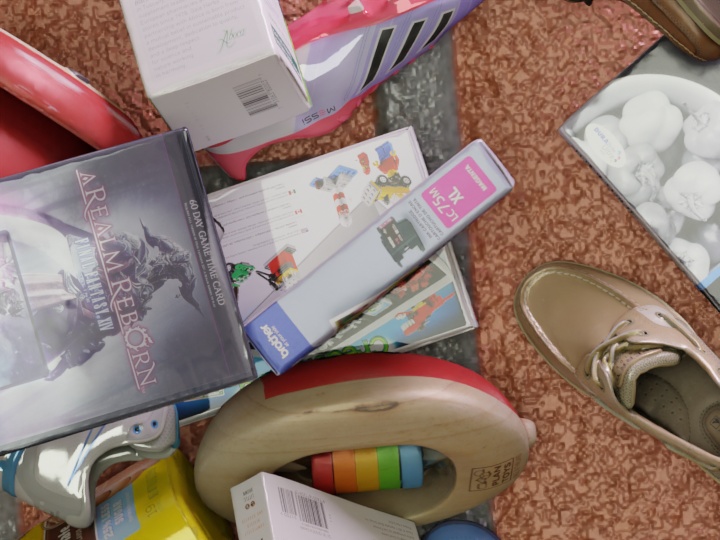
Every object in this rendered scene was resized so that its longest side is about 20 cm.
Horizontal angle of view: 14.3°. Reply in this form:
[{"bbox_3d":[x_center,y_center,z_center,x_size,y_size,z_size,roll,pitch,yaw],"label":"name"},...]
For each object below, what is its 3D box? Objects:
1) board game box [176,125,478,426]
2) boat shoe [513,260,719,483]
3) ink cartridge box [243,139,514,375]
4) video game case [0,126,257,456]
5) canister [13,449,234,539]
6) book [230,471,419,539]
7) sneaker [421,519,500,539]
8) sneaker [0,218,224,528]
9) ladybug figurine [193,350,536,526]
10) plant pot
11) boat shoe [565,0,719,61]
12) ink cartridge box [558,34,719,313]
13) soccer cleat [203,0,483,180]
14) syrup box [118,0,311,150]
[{"bbox_3d":[-0.043,0.005,1.696,0.199,0.035,0.127,-18,89,4],"label":"board game box"},{"bbox_3d":[0.163,0.055,1.641,0.200,0.065,0.072,40,94,26],"label":"boat shoe"},{"bbox_3d":[0.000,0.000,1.615,0.200,0.119,0.042,-36,90,5],"label":"ink cartridge box"},{"bbox_3d":[-0.169,0.018,1.535,0.199,0.019,0.143,-16,93,-9],"label":"video game case"},{"bbox_3d":[-0.172,0.194,1.655,0.200,0.149,0.087,-32,104,2],"label":"canister"},{"bbox_3d":[-0.003,0.219,1.581,0.048,0.133,0.200,-30,55,30],"label":"book"},{"bbox_3d":[0.050,0.247,1.672,0.074,0.082,0.201,8,91,6],"label":"sneaker"},{"bbox_3d":[-0.127,0.061,1.634,0.087,0.075,0.200,33,81,13],"label":"sneaker"},{"bbox_3d":[0.002,0.096,1.659,0.199,0.136,0.072,-3,53,-6],"label":"ladybug figurine"},{"bbox_3d":[-0.236,-0.046,1.633,0.200,0.200,0.183,30,85,3],"label":"plant pot"},{"bbox_3d":[0.140,-0.184,1.654,0.068,0.072,0.200,-47,66,20],"label":"boat shoe"},{"bbox_3d":[0.254,-0.074,1.669,0.200,0.043,0.198,-42,87,3],"label":"ink cartridge box"},{"bbox_3d":[-0.009,-0.124,1.684,0.200,0.067,0.077,-26,119,0],"label":"soccer cleat"},{"bbox_3d":[-0.099,-0.178,1.635,0.081,0.079,0.200,-19,65,6],"label":"syrup box"}]
